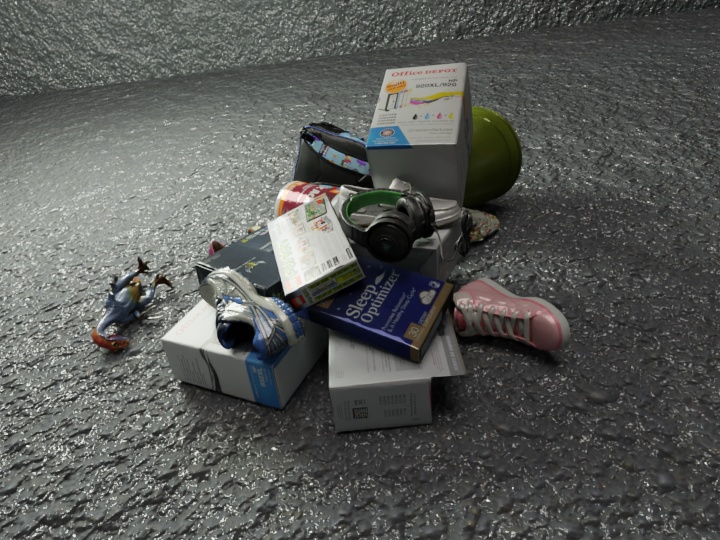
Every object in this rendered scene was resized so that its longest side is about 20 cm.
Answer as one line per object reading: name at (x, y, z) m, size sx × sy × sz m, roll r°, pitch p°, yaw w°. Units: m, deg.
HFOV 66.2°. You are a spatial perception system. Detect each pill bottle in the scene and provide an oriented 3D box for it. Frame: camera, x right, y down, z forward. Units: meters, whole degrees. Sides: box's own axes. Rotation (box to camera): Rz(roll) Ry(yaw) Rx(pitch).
pill bottle at (-0.068, -0.109, 1.115) m, size 0.198 × 0.115 × 0.114 m, roll 17°, pitch 40°, yaw 33°

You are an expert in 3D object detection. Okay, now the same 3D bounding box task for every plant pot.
plant pot at (0.192, -0.207, 1.110) m, size 0.199 × 0.203 × 0.192 m, roll 18°, pitch 35°, yaw 34°

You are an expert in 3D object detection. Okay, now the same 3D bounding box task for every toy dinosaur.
toy dinosaur at (-0.415, 0.070, 0.989) m, size 0.199 × 0.105 × 0.182 m, roll -28°, pitch 25°, yaw 50°

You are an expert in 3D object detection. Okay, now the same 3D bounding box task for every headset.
headset at (0.062, -0.072, 0.754) m, size 0.199 × 0.095 × 0.123 m, roll 27°, pitch 45°, yaw 29°

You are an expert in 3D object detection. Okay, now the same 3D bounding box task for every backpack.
backpack at (-0.040, -0.223, 1.232) m, size 0.198 × 0.185 × 0.134 m, roll 18°, pitch 22°, yaw 15°

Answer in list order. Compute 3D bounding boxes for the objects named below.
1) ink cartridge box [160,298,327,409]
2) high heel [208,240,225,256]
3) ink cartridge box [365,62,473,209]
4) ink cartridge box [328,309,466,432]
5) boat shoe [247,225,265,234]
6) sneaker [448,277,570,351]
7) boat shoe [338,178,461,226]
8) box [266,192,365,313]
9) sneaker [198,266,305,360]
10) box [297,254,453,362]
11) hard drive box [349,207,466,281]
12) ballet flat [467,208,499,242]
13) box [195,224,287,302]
ink cartridge box at (-0.172, 0.108, 0.834) m, size 0.198 × 0.085 × 0.145 m, roll 8°, pitch 36°, yaw 24°
high heel at (-0.201, 0.016, 0.970) m, size 0.067 × 0.097 × 0.199 m, roll -29°, pitch 38°, yaw -30°
ink cartridge box at (0.106, -0.225, 0.932) m, size 0.145 × 0.145 × 0.202 m, roll 2°, pitch 54°, yaw 17°
ink cartridge box at (0.045, 0.116, 0.777) m, size 0.173 × 0.085 × 0.201 m, roll -5°, pitch 33°, yaw 1°
boat shoe at (-0.159, -0.045, 1.079) m, size 0.074 × 0.076 × 0.202 m, roll -15°, pitch 33°, yaw -21°
sneaker at (0.201, 0.075, 0.812) m, size 0.104 × 0.076 × 0.200 m, roll -19°, pitch 27°, yaw -24°
boat shoe at (0.058, -0.108, 0.862) m, size 0.197 × 0.070 × 0.071 m, roll 2°, pitch 22°, yaw 14°
box at (-0.071, -0.034, 0.810) m, size 0.109 × 0.035 × 0.201 m, roll -27°, pitch 37°, yaw 2°
sneaker at (-0.172, 0.060, 0.762) m, size 0.199 × 0.078 × 0.085 m, roll 22°, pitch 46°, yaw 37°
box at (0.014, 0.040, 0.759) m, size 0.198 × 0.033 × 0.122 m, roll 17°, pitch 50°, yaw 24°
hard drive box at (0.077, -0.042, 0.893) m, size 0.154 × 0.078 × 0.200 m, roll 6°, pitch 26°, yaw 22°
ballet flat at (0.191, -0.083, 1.067) m, size 0.198 × 0.065 × 0.076 m, roll -23°, pitch 36°, yaw -22°
box at (-0.141, -0.014, 0.903) m, size 0.156 × 0.052 × 0.200 m, roll 18°, pitch 36°, yaw 31°
